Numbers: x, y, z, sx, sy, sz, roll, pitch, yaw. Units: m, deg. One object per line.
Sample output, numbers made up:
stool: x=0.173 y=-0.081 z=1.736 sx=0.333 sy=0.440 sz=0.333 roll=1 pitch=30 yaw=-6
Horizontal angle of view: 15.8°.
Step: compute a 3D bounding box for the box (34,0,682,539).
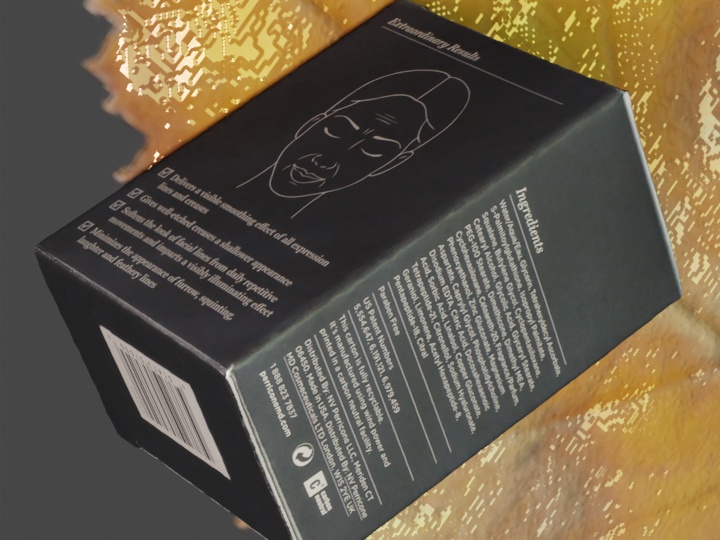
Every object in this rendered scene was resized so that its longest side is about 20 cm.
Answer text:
box: x=0.000 y=0.000 z=1.034 sx=0.200 sy=0.148 sz=0.107 roll=-35 pitch=126 yaw=-20
